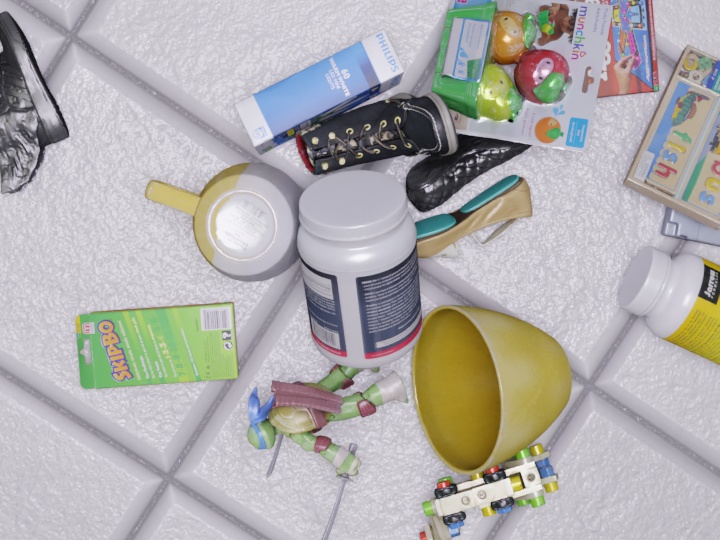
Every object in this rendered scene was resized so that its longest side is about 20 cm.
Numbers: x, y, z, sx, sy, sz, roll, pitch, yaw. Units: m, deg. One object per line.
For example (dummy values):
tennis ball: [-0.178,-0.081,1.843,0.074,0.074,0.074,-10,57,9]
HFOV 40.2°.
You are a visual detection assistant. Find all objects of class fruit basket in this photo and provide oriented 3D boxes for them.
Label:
fruit basket: [0.189,-0.246,1.185,0.198,0.094,0.187,10,83,19]

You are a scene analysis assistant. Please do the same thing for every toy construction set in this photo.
toy construction set: [0.151,0.281,1.230,0.199,0.131,0.093,-33,81,5]

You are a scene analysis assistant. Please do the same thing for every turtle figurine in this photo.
turtle figurine: [-0.041,0.191,1.217,0.193,0.144,0.201,-30,105,-16]

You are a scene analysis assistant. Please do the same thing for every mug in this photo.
mug: [-0.152,-0.051,1.175,0.184,0.153,0.151,-12,95,-1]

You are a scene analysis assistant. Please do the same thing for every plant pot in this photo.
plant pot: [0.172,0.136,1.198,0.141,0.200,0.203,-5,94,-26]

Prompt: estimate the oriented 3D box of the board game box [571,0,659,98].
board game box: [0.318,-0.323,1.245,0.102,0.019,0.202,-6,94,-1]

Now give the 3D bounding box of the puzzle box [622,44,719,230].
puzzle box: [0.426,-0.166,1.226,0.132,0.025,0.201,26,79,4]

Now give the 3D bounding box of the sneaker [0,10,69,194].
sneaker: [-0.429,-0.203,1.198,0.103,0.060,0.201,-25,98,-5]

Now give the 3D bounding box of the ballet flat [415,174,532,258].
ballet flat: [0.128,-0.050,1.233,0.198,0.069,0.063,-26,108,0]

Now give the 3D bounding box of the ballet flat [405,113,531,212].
ballet flat: [0.145,-0.142,1.241,0.199,0.057,0.067,-28,52,-2]

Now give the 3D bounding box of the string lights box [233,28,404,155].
string lights box: [-0.049,-0.214,1.193,0.198,0.103,0.059,-27,92,0]

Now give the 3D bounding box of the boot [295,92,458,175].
boot: [0.016,-0.151,1.141,0.152,0.203,0.074,-21,109,-12]

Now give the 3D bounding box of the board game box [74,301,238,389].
board game box: [-0.256,0.095,1.243,0.198,0.030,0.097,-4,93,-5]

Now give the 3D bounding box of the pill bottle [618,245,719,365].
pill bottle: [0.431,0.048,1.227,0.198,0.112,0.113,24,92,-4]

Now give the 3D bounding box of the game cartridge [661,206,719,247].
game cartridge: [0.494,-0.091,1.261,0.198,0.042,0.135,12,89,-3]

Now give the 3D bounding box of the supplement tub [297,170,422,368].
supplement tub: [0.000,0.000,1.156,0.139,0.141,0.202,-8,125,-2]
